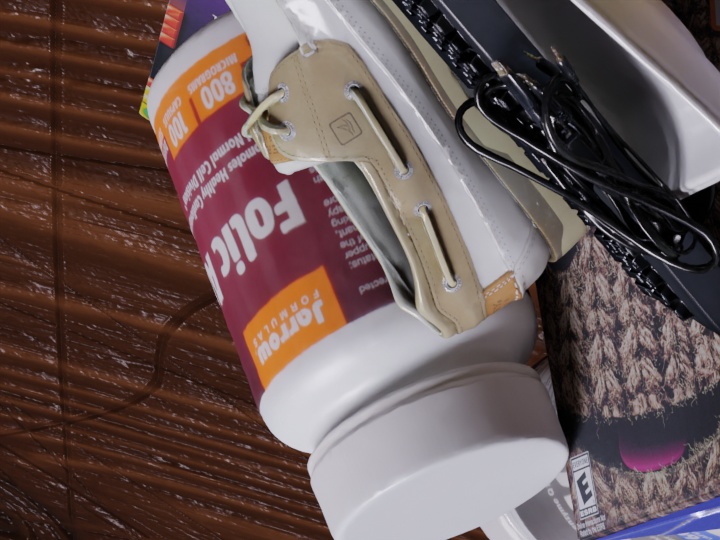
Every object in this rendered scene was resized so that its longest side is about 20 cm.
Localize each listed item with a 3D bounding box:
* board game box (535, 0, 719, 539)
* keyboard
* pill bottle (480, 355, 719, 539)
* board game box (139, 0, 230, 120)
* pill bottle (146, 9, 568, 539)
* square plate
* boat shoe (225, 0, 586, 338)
[{"bbox_3d":[0.139,-0.014,1.098,0.096,0.201,0.159,-4,167,-23],"label":"board game box"},{"bbox_3d":[0.048,-0.047,0.974,0.200,0.040,0.104,47,172,-21],"label":"keyboard"},{"bbox_3d":[0.133,0.083,1.414,0.114,0.114,0.200,37,156,-13],"label":"pill bottle"},{"bbox_3d":[0.005,-0.073,1.336,0.199,0.057,0.165,30,157,3],"label":"board game box"},{"bbox_3d":[0.000,0.000,1.153,0.114,0.113,0.201,99,151,-65],"label":"pill bottle"},{"bbox_3d":[0.041,-0.099,0.984,0.200,0.028,0.198,45,172,-1],"label":"square plate"},{"bbox_3d":[-0.007,-0.062,1.052,0.200,0.068,0.075,47,172,-10],"label":"boat shoe"}]
